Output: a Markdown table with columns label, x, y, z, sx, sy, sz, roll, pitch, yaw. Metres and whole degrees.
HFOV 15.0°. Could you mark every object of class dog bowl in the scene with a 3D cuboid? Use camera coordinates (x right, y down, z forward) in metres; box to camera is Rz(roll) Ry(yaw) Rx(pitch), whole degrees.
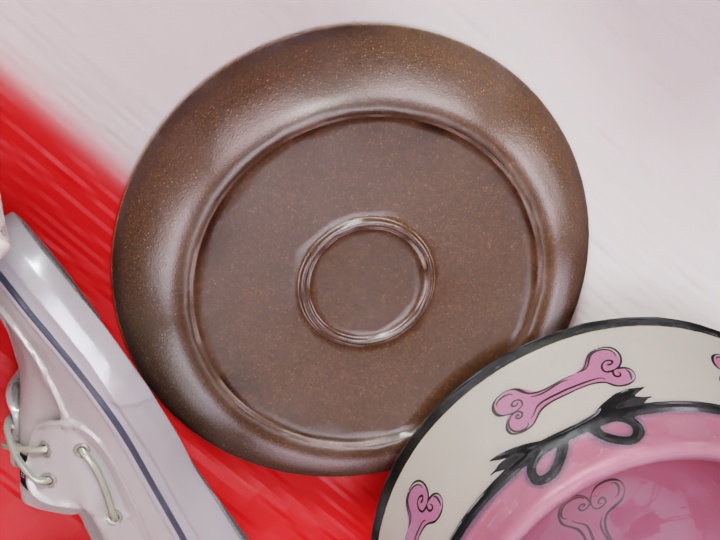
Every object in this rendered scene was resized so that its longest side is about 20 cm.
| label | x | y | z | sx | sy | sz | roll | pitch | yaw |
| --- | --- | --- | --- | --- | --- | --- | --- | --- | --- |
| dog bowl | 0.108 | 0.123 | 1.145 | 0.199 | 0.074 | 0.201 | -8 | 122 | -14 |

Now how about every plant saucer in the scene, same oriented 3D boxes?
| label | x | y | z | sx | sy | sz | roll | pitch | yaw |
| --- | --- | --- | --- | --- | --- | --- | --- | --- | --- |
| plant saucer | 0.000 | 0.000 | 1.111 | 0.200 | 0.032 | 0.201 | -5 | 114 | -11 |

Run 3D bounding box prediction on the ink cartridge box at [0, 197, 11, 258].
| label | x | y | z | sx | sy | sz | roll | pitch | yaw |
| --- | --- | --- | --- | --- | --- | --- | --- | --- | --- |
| ink cartridge box | -0.250 | 0.002 | 1.029 | 0.145 | 0.084 | 0.200 | 40 | 101 | -23 |

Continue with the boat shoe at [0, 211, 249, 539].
| label | x | y | z | sx | sy | sz | roll | pitch | yaw |
| --- | --- | --- | --- | --- | --- | --- | --- | --- | --- |
| boat shoe | -0.108 | 0.071 | 1.091 | 0.067 | 0.074 | 0.200 | -34 | 116 | -6 |
